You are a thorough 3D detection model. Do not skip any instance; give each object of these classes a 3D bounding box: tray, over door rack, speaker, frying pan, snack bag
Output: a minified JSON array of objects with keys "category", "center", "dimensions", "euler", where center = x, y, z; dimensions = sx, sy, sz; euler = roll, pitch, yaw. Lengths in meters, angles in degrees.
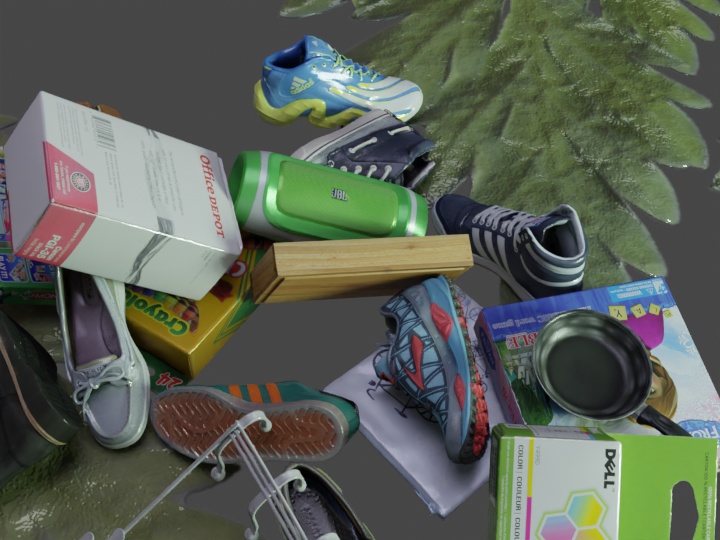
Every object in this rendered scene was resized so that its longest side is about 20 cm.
[{"category":"tray","center":[0.000,0.000,1.167],"dimensions":[0.199,0.099,0.037],"euler":[-4,75,-20]},{"category":"over door rack","center":[-0.126,0.236,1.010],"dimensions":[0.200,0.067,0.148],"euler":[-37,58,2]},{"category":"speaker","center":[-0.035,-0.063,1.219],"dimensions":[0.199,0.089,0.089],"euler":[13,49,-18]},{"category":"frying pan","center":[0.247,0.104,1.092],"dimensions":[0.190,0.031,0.115],"euler":[23,58,4]},{"category":"snack bag","center":[0.085,0.120,1.151],"dimensions":[0.200,0.021,0.189],"euler":[-33,60,-25]}]

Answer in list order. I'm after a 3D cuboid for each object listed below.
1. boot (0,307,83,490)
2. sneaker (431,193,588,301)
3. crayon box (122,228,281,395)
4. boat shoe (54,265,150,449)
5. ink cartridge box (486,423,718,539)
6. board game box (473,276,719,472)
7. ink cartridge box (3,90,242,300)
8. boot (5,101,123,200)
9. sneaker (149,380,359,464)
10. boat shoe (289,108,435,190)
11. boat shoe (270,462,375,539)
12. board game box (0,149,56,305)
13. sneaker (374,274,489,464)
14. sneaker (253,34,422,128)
[{"category":"boot","center":[-0.351,0.128,1.103],"dimensions":[0.138,0.077,0.200],"euler":[-43,37,-1]},{"category":"sneaker","center":[0.157,-0.043,1.227],"dimensions":[0.070,0.109,0.200],"euler":[-34,60,-26]},{"category":"crayon box","center":[-0.178,0.025,1.199],"dimensions":[0.127,0.051,0.200],"euler":[27,56,18]},{"category":"boat shoe","center":[-0.251,0.068,1.118],"dimensions":[0.074,0.065,0.203],"euler":[-14,76,14]},{"category":"ink cartridge box","center":[0.210,0.211,1.003],"dimensions":[0.199,0.076,0.148],"euler":[2,90,1]},{"category":"board game box","center":[0.233,0.112,1.128],"dimensions":[0.199,0.041,0.200],"euler":[-10,60,-14]},{"category":"ink cartridge box","center":[-0.226,-0.066,1.125],"dimensions":[0.200,0.083,0.147],"euler":[17,41,-37]},{"category":"boot","center":[-0.304,-0.124,1.253],"dimensions":[0.200,0.077,0.155],"euler":[-1,51,-44]},{"category":"sneaker","center":[-0.096,0.140,1.106],"dimensions":[0.199,0.072,0.080],"euler":[4,8,19]},{"category":"boat shoe","center":[-0.005,-0.105,1.291],"dimensions":[0.093,0.075,0.200],"euler":[33,56,31]},{"category":"boat shoe","center":[-0.016,0.253,1.016],"dimensions":[0.072,0.060,0.202],"euler":[-24,56,-19]},{"category":"board game box","center":[-0.346,-0.048,1.233],"dimensions":[0.134,0.029,0.200],"euler":[1,47,-32]},{"category":"sneaker","center":[0.065,0.102,1.119],"dimensions":[0.095,0.079,0.200],"euler":[-17,49,8]},{"category":"sneaker","center":[-0.025,-0.216,1.361],"dimensions":[0.199,0.105,0.076],"euler":[-5,52,-6]}]
